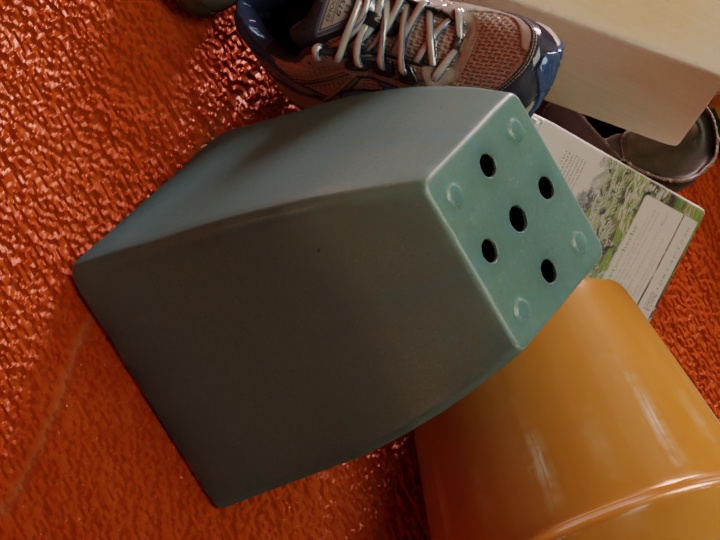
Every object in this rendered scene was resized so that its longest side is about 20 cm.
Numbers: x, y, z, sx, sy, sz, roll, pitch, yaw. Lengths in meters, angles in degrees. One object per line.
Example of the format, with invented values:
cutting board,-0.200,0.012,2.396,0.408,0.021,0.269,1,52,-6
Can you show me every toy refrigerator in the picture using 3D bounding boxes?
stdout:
toy refrigerator,0.099,-0.145,1.330,0.199,0.076,0.070,19,59,-6

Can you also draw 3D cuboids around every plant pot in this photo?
plant pot,0.111,0.112,1.253,0.199,0.200,0.184,0,61,-46
plant pot,0.000,0.000,1.152,0.141,0.199,0.142,-45,110,-44

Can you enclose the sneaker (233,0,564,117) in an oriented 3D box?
sneaker,0.010,-0.108,1.202,0.085,0.199,0.077,37,71,-41

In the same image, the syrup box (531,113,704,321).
syrup box,0.095,-0.035,1.302,0.200,0.081,0.079,22,96,-54

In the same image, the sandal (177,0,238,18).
sandal,-0.053,-0.219,1.278,0.082,0.054,0.201,43,50,-28

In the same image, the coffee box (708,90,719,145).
coffee box,0.264,-0.130,1.591,0.123,0.044,0.201,-30,99,-47

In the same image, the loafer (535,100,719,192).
loafer,0.152,-0.087,1.436,0.199,0.071,0.074,7,72,-45
